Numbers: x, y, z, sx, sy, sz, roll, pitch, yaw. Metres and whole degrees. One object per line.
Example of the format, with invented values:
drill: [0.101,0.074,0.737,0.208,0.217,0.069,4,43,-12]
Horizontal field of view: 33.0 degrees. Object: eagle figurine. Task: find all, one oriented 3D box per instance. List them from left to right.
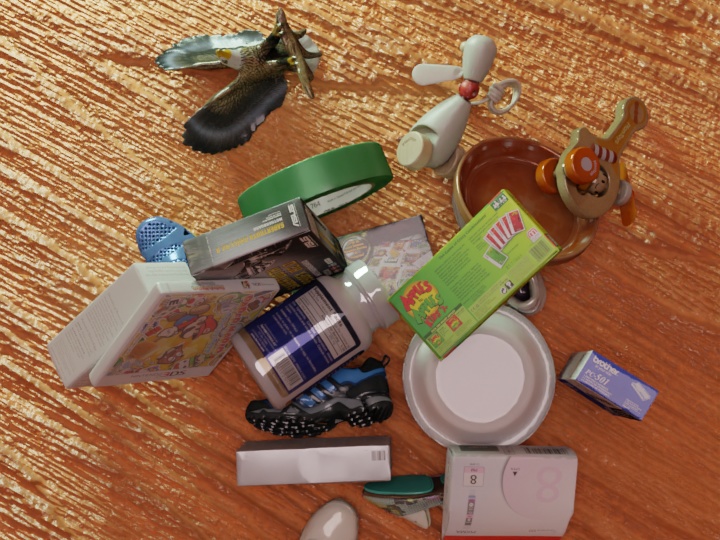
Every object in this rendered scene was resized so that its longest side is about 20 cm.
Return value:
eagle figurine: [-0.161,-0.268,1.635,0.199,0.151,0.152,-25,39,30]

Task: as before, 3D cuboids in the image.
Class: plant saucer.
plant saucer: [0.214,-0.089,1.588,0.199,0.032,0.201,9,55,-13]

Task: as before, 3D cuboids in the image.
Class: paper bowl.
paper bowl: [0.154,0.139,1.583,0.199,0.104,0.202,0,85,2]

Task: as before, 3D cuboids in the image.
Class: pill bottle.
pill bottle: [-0.056,0.079,1.565,0.200,0.116,0.116,-34,85,-8]

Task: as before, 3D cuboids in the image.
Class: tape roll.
tape roll: [-0.058,-0.104,1.563,0.200,0.200,0.048,-23,86,1]

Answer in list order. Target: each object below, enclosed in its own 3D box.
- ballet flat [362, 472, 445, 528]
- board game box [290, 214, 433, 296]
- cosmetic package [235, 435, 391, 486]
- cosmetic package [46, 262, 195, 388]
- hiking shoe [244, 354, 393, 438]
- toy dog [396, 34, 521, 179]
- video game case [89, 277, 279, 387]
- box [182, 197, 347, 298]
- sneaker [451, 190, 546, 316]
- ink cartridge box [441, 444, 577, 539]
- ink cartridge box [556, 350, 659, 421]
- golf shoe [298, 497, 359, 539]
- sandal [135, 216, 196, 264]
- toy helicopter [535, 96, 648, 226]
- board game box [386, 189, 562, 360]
ballet flat: [0.104,0.297,1.597,0.199,0.069,0.072,-13,105,2]
board game box: [0.000,0.000,1.641,0.199,0.023,0.105,-14,86,2]
cosmetic package: [-0.059,0.250,1.595,0.199,0.083,0.051,-3,93,3]
cosmetic package: [-0.302,0.071,1.567,0.200,0.101,0.074,-40,70,27]
hiking shoe: [-0.055,0.168,1.618,0.199,0.075,0.087,-7,59,5]
toy dog: [0.109,-0.217,1.619,0.200,0.132,0.096,-51,47,-6]
video game case: [-0.221,0.078,1.531,0.200,0.181,0.023,-49,58,36]
box: [-0.115,-0.017,1.538,0.158,0.200,0.049,-21,72,6]
sneaker: [0.184,-0.034,1.594,0.075,0.100,0.201,-32,84,9]
ink cartridge box: [0.187,0.322,1.554,0.162,0.057,0.201,1,99,-7]
ink cartridge box: [0.306,0.143,1.525,0.094,0.200,0.044,32,88,5]
golf shoe: [-0.065,0.391,1.579,0.078,0.097,0.201,29,86,6]
sandal: [-0.229,0.008,1.622,0.079,0.087,0.200,-42,83,1]
toy helicopter: [0.330,-0.146,1.597,0.132,0.079,0.200,44,63,-15]
board game box: [0.140,0.006,1.499,0.200,0.048,0.102,-44,81,12]
